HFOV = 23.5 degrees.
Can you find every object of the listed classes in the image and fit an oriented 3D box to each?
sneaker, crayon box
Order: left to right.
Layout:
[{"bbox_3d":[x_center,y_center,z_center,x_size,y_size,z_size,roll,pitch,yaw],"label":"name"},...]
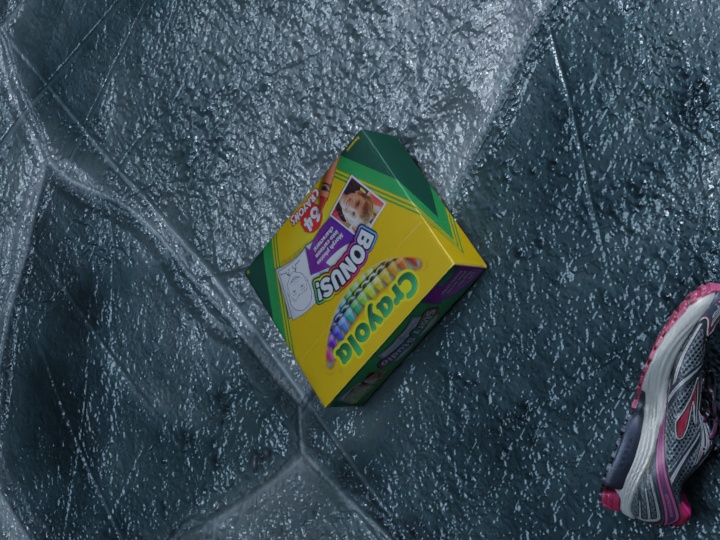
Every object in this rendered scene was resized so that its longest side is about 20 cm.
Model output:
[{"bbox_3d":[0.000,0.000,1.626,0.200,0.058,0.173,-49,56,27],"label":"crayon box"},{"bbox_3d":[0.256,0.106,1.383,0.074,0.081,0.201,20,100,12],"label":"sneaker"}]
